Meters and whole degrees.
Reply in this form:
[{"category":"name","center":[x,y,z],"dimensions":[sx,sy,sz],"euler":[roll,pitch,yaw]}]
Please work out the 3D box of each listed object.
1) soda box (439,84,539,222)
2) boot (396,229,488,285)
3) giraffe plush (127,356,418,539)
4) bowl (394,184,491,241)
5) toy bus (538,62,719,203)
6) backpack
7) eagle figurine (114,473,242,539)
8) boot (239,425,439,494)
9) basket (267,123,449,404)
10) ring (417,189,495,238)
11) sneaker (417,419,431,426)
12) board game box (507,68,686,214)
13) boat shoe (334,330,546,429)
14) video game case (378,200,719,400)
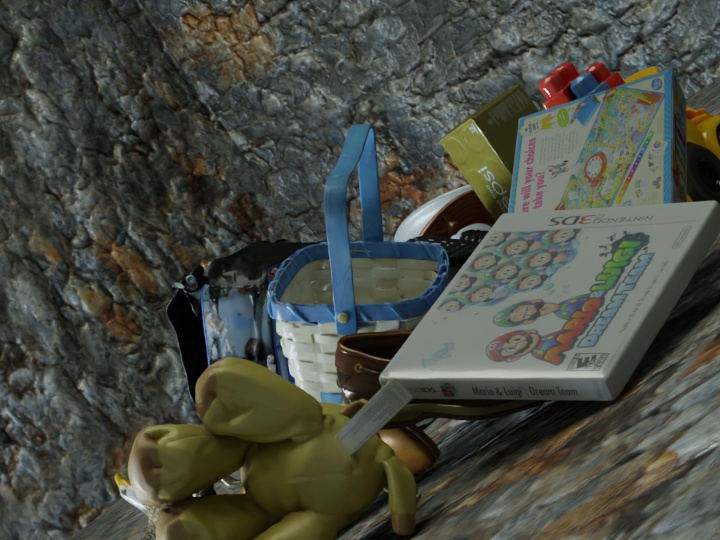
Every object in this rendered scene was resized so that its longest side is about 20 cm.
[{"category":"soda box","center":[0.158,-0.056,1.675],"dimensions":[0.064,0.200,0.068],"euler":[-36,2,-27]},{"category":"boot","center":[0.088,0.037,1.688],"dimensions":[0.070,0.132,0.200],"euler":[11,9,30]},{"category":"giraffe plush","center":[-0.042,0.135,1.337],"dimensions":[0.199,0.173,0.162],"euler":[-27,-5,5]},{"category":"bowl","center":[0.142,-0.012,2.073],"dimensions":[0.200,0.091,0.201],"euler":[-10,-25,-5]},{"category":"toy bus","center":[0.251,-0.118,1.766],"dimensions":[0.136,0.192,0.200],"euler":[-36,-1,40]},{"category":"backpack","center":[-0.070,0.076,1.806],"dimensions":[0.153,0.191,0.200],"euler":[8,14,25]},{"category":"eagle figurine","center":[-0.182,0.248,1.816],"dimensions":[0.151,0.151,0.201],"euler":[13,-70,-37]},{"category":"boot","center":[-0.035,0.181,1.472],"dimensions":[0.144,0.071,0.201],"euler":[-52,19,-29]},{"category":"basket","center":[0.000,0.000,1.527],"dimensions":[0.138,0.201,0.176],"euler":[-5,22,12]},{"category":"ring","center":[0.097,0.020,1.801],"dimensions":[0.019,0.201,0.200],"euler":[25,48,37]},{"category":"sneaker","center":[0.003,0.136,1.731],"dimensions":[0.200,0.076,0.081],"euler":[-35,-8,-28]},{"category":"board game box","center":[0.182,-0.069,1.487],"dimensions":[0.134,0.034,0.200],"euler":[-16,34,21]},{"category":"boat shoe","center":[0.072,0.066,1.393],"dimensions":[0.199,0.068,0.072],"euler":[-10,20,21]},{"category":"video game case","center":[0.132,0.020,1.329],"dimensions":[0.181,0.024,0.200],"euler":[-2,35,37]}]
